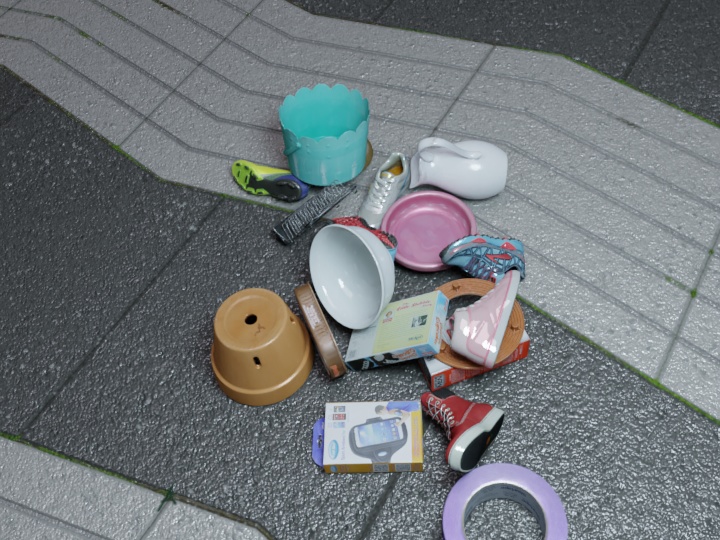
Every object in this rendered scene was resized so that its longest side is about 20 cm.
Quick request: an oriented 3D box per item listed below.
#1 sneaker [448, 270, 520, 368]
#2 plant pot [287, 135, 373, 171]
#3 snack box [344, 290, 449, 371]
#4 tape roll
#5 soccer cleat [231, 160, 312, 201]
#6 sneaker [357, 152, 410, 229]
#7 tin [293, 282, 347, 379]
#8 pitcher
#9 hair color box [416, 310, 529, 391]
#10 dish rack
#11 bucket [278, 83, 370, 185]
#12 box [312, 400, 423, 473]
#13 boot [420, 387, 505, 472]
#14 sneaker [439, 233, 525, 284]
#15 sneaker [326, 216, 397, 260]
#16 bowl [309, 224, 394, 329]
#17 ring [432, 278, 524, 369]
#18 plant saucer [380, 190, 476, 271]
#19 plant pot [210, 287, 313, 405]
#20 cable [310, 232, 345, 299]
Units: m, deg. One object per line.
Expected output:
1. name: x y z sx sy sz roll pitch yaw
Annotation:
1. sneaker: 0.218 0.071 1.510 0.103 0.076 0.202 17 59 13
2. plant pot: -0.069 -0.276 1.916 0.196 0.028 0.202 0 47 0
3. snack box: 0.066 0.112 1.558 0.198 0.037 0.118 -17 44 38
4. tape roll: 0.230 0.417 1.357 0.196 0.066 0.203 -4 53 5
5. soccer cleat: -0.197 -0.201 1.882 0.197 0.066 0.083 20 28 25
6. sneaker: 0.046 -0.164 1.803 0.075 0.081 0.202 17 58 16
7. tin: -0.077 0.112 1.589 0.041 0.113 0.202 -20 53 -9
8. pitcher: 0.208 -0.223 1.765 0.196 0.172 0.124 5 73 -1
9. hair color box: 0.204 0.137 1.571 0.197 0.062 0.102 -18 53 -8
10. dish rack: -0.092 -0.125 1.732 0.153 0.200 0.055 -42 96 -24
11. bucket: -0.076 -0.290 1.816 0.203 0.136 0.209 0 44 0
12. box: 0.012 0.293 1.490 0.196 0.042 0.121 -1 53 3
13. boot: 0.149 0.264 1.435 0.142 0.074 0.199 21 20 21
14. sneaker: 0.245 -0.014 1.638 0.197 0.079 0.097 1 65 -27
15. sneaker: -0.008 -0.044 1.706 0.078 0.097 0.199 -10 28 -34
16. bowl: 0.000 0.000 1.587 0.090 0.203 0.200 -23 50 -40
17. ring: 0.203 0.092 1.557 0.196 0.019 0.203 -3 50 4
18. plant saucer: 0.140 -0.074 1.742 0.196 0.051 0.203 -2 54 2
19. plant pot: -0.192 0.128 1.573 0.196 0.141 0.203 -3 52 4
20. cable: -0.071 0.004 1.725 0.096 0.051 0.201 -23 43 -8
